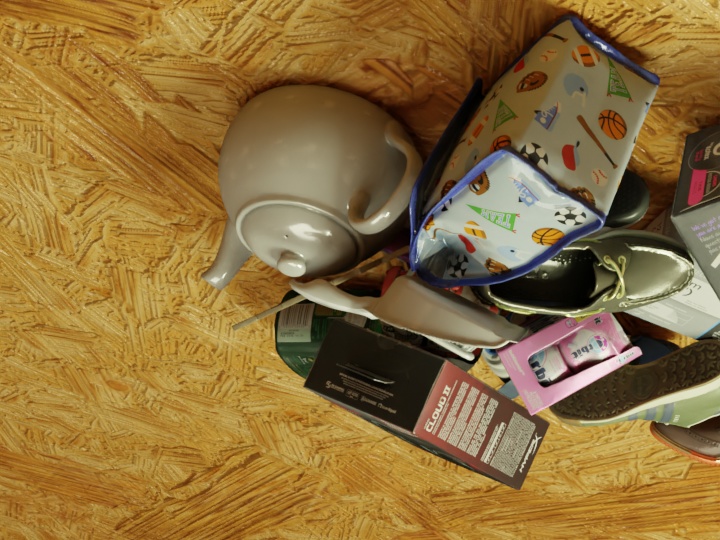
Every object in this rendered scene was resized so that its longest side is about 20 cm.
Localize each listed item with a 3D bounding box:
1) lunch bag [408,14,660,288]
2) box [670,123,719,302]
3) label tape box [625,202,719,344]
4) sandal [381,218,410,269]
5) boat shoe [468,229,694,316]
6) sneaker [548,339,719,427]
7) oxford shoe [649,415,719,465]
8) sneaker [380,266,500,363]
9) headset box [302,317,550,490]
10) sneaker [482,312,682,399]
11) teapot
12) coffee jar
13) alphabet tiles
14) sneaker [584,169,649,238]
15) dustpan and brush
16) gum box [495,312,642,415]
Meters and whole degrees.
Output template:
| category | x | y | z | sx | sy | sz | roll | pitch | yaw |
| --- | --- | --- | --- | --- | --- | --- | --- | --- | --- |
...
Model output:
| category | x | y | z | sx | sy | sz | roll | pitch | yaw |
| --- | --- | --- | --- | --- | --- | --- | --- | --- | --- |
| lunch bag | 0.125 | -0.086 | 1.407 | 0.124 | 0.170 | 0.200 | 36 | 145 | -10 |
| box | 0.349 | -0.020 | 1.418 | 0.106 | 0.122 | 0.200 | -19 | 120 | 29 |
| label tape box | 0.336 | -0.008 | 1.556 | 0.143 | 0.066 | 0.200 | 22 | 150 | -12 |
| sandal | 0.084 | -0.001 | 1.685 | 0.202 | 0.050 | 0.082 | 21 | 149 | -11 |
| boat shoe | 0.192 | 0.006 | 1.470 | 0.201 | 0.072 | 0.060 | -1 | -166 | -6 |
| sneaker | 0.288 | 0.127 | 1.674 | 0.200 | 0.067 | 0.090 | -18 | 140 | 36 |
| oxford shoe | 0.407 | 0.165 | 1.823 | 0.200 | 0.071 | 0.073 | 8 | 120 | 16 |
| sneaker | 0.074 | 0.022 | 1.592 | 0.108 | 0.067 | 0.201 | 16 | 155 | 1 |
| headset box | 0.057 | 0.121 | 1.600 | 0.149 | 0.077 | 0.200 | 18 | 171 | 43 |
| sneaker | 0.215 | 0.084 | 1.737 | 0.200 | 0.081 | 0.146 | -8 | 147 | 41 |
| teapot | -0.042 | -0.062 | 1.549 | 0.197 | 0.146 | 0.200 | 11 | 148 | 6 |
| coffee jar | 0.019 | 0.064 | 1.781 | 0.200 | 0.085 | 0.104 | -2 | 152 | 27 |
| alphabet tiles | 0.000 | 0.000 | 1.582 | 0.200 | 0.167 | 0.008 | -24 | 90 | 39 |
| sneaker | 0.194 | -0.036 | 1.571 | 0.201 | 0.067 | 0.108 | -8 | 143 | 38 |
| dustpan and brush | 0.037 | 0.034 | 1.461 | 0.200 | 0.057 | 0.140 | 27 | -173 | 8 |
| gum box | 0.188 | 0.072 | 1.605 | 0.113 | 0.066 | 0.200 | -29 | 180 | 3 |
